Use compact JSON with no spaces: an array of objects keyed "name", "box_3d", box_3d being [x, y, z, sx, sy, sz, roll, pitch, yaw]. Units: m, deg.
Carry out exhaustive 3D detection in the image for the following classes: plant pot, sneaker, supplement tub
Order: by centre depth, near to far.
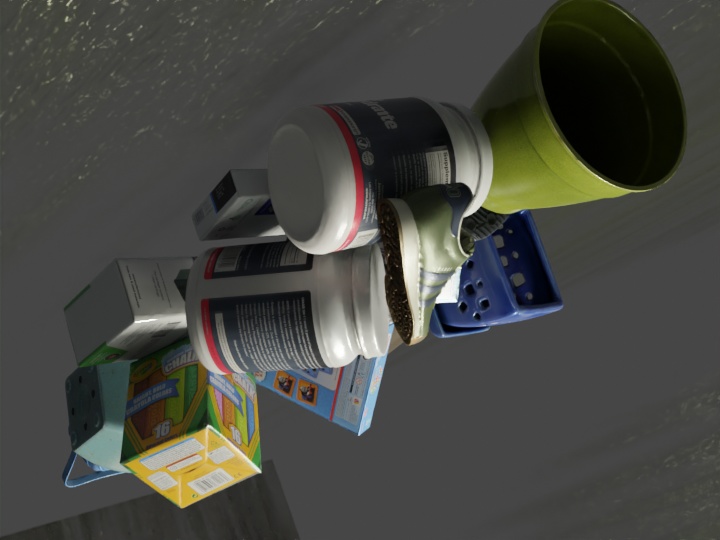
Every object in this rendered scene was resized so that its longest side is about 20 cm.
[{"name":"sneaker","box_3d":[0.072,-0.005,0.710,0.089,0.067,0.201,-23,142,-12]},{"name":"supplement tub","box_3d":[0.019,-0.100,0.738,0.199,0.141,0.140,-13,161,-32]},{"name":"plant pot","box_3d":[0.199,-0.149,0.782,0.199,0.202,0.193,-13,173,-31]},{"name":"supplement tub","box_3d":[-0.076,0.038,0.805,0.198,0.142,0.140,-5,166,10]},{"name":"sneaker","box_3d":[0.152,-0.103,0.905,0.200,0.070,0.082,-52,-164,-30]},{"name":"plant pot","box_3d":[-0.337,0.201,1.135,0.199,0.198,0.195,7,147,-43]},{"name":"plant pot","box_3d":[0.199,0.005,1.233,0.179,0.202,0.199,-26,166,35]}]

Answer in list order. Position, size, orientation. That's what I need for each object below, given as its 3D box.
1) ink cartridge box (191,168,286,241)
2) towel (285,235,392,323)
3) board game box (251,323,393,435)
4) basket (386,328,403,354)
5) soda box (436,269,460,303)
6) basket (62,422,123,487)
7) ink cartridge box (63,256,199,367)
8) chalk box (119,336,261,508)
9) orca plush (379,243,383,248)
[{"name":"ink cartridge box","box_3d":[-0.085,-0.077,0.850,0.199,0.039,0.099,-6,157,-43]},{"name":"towel","box_3d":[0.000,0.000,0.971,0.200,0.164,0.086,3,105,-71]},{"name":"board game box","box_3d":[-0.063,0.105,0.967,0.037,0.199,0.153,-20,127,-60]},{"name":"basket","box_3d":[0.023,0.082,1.297,0.180,0.137,0.199,29,133,-33]},{"name":"soda box","box_3d":[0.065,-0.048,0.850,0.068,0.201,0.064,-3,128,-4]},{"name":"basket","box_3d":[-0.443,0.307,1.352,0.176,0.139,0.201,-5,125,-47]},{"name":"ink cartridge box","box_3d":[-0.249,0.049,0.941,0.146,0.085,0.199,-34,161,35]},{"name":"chalk box","box_3d":[-0.212,0.168,0.935,0.124,0.201,0.124,-26,132,10]},{"name":"orca plush","box_3d":[0.033,0.024,1.108,0.104,0.202,0.071,5,163,24]}]
